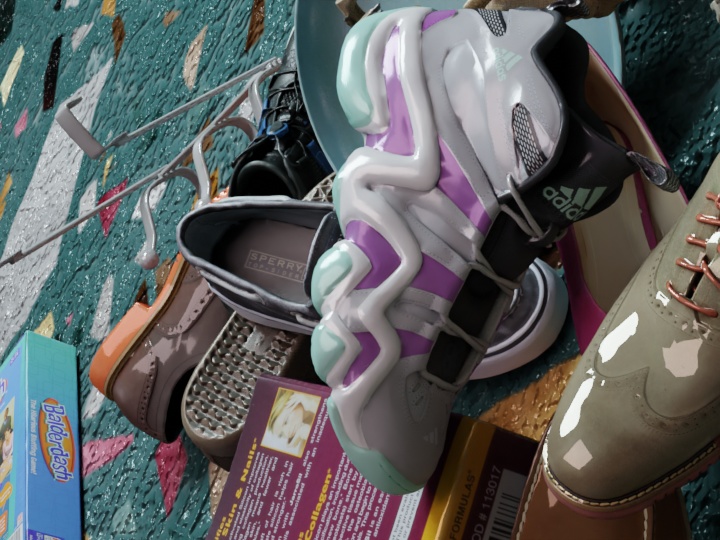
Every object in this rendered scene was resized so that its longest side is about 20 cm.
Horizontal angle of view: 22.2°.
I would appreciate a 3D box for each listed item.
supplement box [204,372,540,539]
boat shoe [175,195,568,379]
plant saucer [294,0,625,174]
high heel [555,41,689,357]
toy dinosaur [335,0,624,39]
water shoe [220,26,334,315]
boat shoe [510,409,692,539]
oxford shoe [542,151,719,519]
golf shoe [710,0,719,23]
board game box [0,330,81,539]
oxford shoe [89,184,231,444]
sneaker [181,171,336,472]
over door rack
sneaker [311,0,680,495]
[{"bbox_3d":[0.015,0.118,0.824,0.200,0.085,0.111,5,75,60],"label":"supplement box"},{"bbox_3d":[0.000,0.000,0.874,0.199,0.068,0.072,13,76,32],"label":"boat shoe"},{"bbox_3d":[0.049,-0.104,0.884,0.199,0.027,0.201,15,113,39],"label":"plant saucer"},{"bbox_3d":[0.113,-0.018,0.737,0.200,0.067,0.096,-102,2,-60],"label":"high heel"},{"bbox_3d":[0.038,-0.093,0.821,0.200,0.101,0.058,-37,31,40],"label":"toy dinosaur"},{"bbox_3d":[-0.031,-0.060,1.018,0.071,0.079,0.201,3,77,21],"label":"water shoe"},{"bbox_3d":[0.081,0.148,0.680,0.075,0.074,0.201,1,74,19],"label":"boat shoe"},{"bbox_3d":[0.127,-0.003,0.651,0.070,0.075,0.200,31,76,34],"label":"oxford shoe"},{"bbox_3d":[0.161,-0.178,0.733,0.097,0.078,0.201,-25,78,8],"label":"golf shoe"},{"bbox_3d":[-0.253,0.166,1.303,0.152,0.045,0.201,-49,34,33],"label":"board game box"},{"bbox_3d":[-0.077,0.015,1.101,0.073,0.071,0.200,44,105,24],"label":"oxford shoe"},{"bbox_3d":[-0.017,0.021,0.967,0.070,0.076,0.200,35,79,30],"label":"sneaker"},{"bbox_3d":[-0.126,-0.054,1.110,0.148,0.200,0.067,-40,76,41],"label":"over door rack"},{"bbox_3d":[0.057,-0.015,0.711,0.139,0.078,0.201,-5,77,29],"label":"sneaker"}]
